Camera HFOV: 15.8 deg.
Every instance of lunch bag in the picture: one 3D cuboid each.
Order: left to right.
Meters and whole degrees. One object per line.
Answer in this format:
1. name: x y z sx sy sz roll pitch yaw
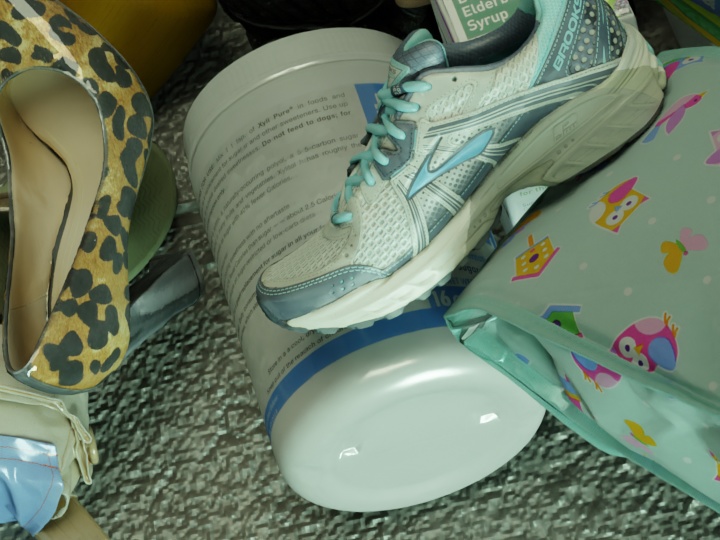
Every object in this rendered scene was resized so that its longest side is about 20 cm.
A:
1. lunch bag: 0.150 0.001 1.087 0.200 0.122 0.170 26 72 44

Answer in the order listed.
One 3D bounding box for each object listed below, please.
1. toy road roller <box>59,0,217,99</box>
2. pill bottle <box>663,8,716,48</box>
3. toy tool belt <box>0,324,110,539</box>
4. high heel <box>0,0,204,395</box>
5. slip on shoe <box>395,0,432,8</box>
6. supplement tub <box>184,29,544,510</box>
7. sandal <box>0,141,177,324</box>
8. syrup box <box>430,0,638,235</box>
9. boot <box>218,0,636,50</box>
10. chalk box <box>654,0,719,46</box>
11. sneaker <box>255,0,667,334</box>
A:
1. toy road roller: -0.165 -0.157 1.344 0.146 0.200 0.123 52 124 18
2. pill bottle: 0.251 -0.163 1.290 0.200 0.114 0.114 -24 59 -1
3. toy tool belt: -0.222 0.097 1.243 0.200 0.125 0.123 -5 64 -12
4. high heel: -0.154 -0.044 1.222 0.071 0.200 0.143 -23 9 33
5. slip on shoe: 0.090 -0.168 1.260 0.200 0.061 0.076 -15 19 -41
6. supplement tub: 0.000 0.000 1.237 0.132 0.132 0.200 -20 60 2
7. sandal: -0.175 -0.005 1.298 0.201 0.057 0.080 -27 101 -25
8. syrup box: 0.091 -0.079 1.229 0.079 0.200 0.081 -20 58 1
9. boot: 0.027 -0.145 1.305 0.211 0.158 0.079 -10 60 8
10. chalk box: 0.211 -0.151 1.164 0.200 0.125 0.124 40 84 22
11. sneaker: 0.028 -0.056 1.106 0.200 0.086 0.078 -38 24 1
